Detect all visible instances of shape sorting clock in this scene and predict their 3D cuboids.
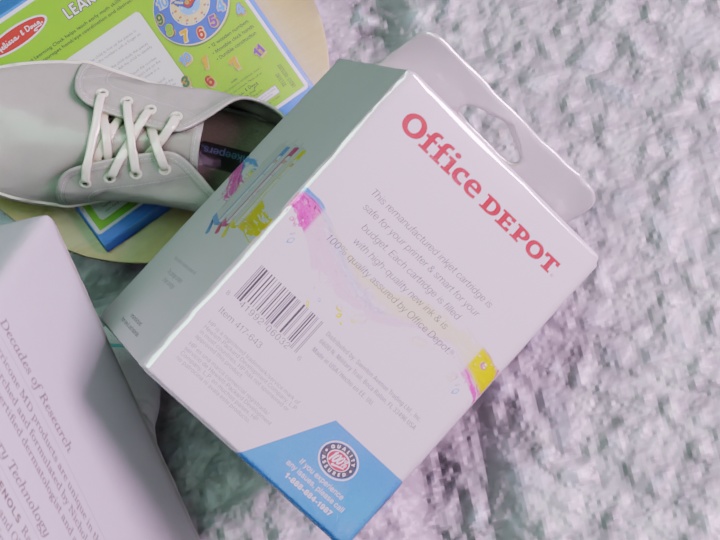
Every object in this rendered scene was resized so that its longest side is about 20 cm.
[{"bbox_3d":[-0.115,-0.103,1.079,0.200,0.039,0.200,1,87,-11],"label":"shape sorting clock"}]

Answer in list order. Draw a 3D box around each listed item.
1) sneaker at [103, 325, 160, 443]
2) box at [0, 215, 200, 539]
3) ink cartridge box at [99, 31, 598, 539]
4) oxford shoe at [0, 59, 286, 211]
[{"bbox_3d":[-0.188,0.075,1.066,0.200,0.070,0.080,-9,45,17],"label":"sneaker"},{"bbox_3d":[-0.211,0.112,0.938,0.199,0.200,0.171,-12,27,20],"label":"box"},{"bbox_3d":[0.000,0.000,0.969,0.129,0.125,0.200,44,85,-17],"label":"ink cartridge box"},{"bbox_3d":[-0.113,-0.064,1.030,0.200,0.058,0.075,8,88,-9],"label":"oxford shoe"}]
